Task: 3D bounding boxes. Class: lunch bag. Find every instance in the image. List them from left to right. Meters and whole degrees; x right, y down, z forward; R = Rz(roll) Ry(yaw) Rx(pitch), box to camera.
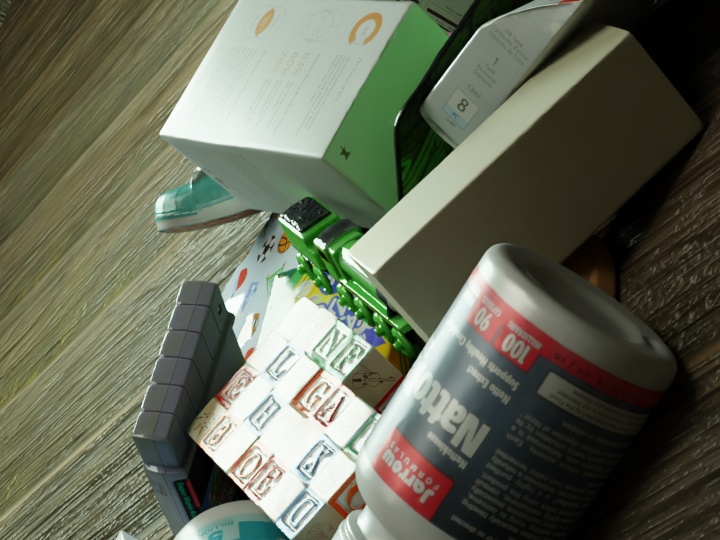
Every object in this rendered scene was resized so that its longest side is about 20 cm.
[{"bbox_3d":[-0.053,0.040,1.705,0.160,0.075,0.201,-18,46,61],"label":"lunch bag"}]

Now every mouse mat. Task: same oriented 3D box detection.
[{"bbox_3d":[0.073,-0.115,1.492,0.200,0.008,0.161,-55,-22,-29],"label":"mouse mat"}]

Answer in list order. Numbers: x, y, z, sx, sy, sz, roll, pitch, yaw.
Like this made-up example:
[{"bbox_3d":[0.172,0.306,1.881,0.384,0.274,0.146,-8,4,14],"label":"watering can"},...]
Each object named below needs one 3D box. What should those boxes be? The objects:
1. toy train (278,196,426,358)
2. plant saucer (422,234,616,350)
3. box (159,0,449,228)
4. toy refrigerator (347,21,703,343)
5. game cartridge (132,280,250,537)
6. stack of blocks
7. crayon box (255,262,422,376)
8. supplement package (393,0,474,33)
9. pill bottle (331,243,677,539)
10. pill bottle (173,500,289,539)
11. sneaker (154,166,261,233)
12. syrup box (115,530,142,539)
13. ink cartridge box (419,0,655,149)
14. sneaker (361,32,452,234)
[{"bbox_3d":[0.000,0.000,1.473,0.042,0.057,0.200,-33,27,-11],"label":"toy train"},{"bbox_3d":[0.079,0.060,1.380,0.200,0.037,0.201,-51,21,28],"label":"plant saucer"},{"bbox_3d":[-0.024,-0.109,1.583,0.200,0.097,0.125,12,67,53],"label":"box"},{"bbox_3d":[0.093,-0.047,1.338,0.200,0.076,0.070,-44,19,-3],"label":"toy refrigerator"},{"bbox_3d":[-0.098,0.117,1.541,0.200,0.038,0.130,73,-158,-51],"label":"game cartridge"},{"bbox_3d":[-0.018,0.100,1.377,0.115,0.059,0.200,-48,26,-4],"label":"stack of blocks"},{"bbox_3d":[-0.015,0.076,1.521,0.125,0.052,0.201,-18,43,34],"label":"crayon box"},{"bbox_3d":[0.040,-0.246,1.742,0.201,0.147,0.191,-63,18,-2],"label":"supplement package"},{"bbox_3d":[0.067,0.099,1.228,0.200,0.119,0.120,-58,19,12],"label":"pill bottle"},{"bbox_3d":[-0.063,0.233,1.396,0.111,0.110,0.200,-55,20,18],"label":"pill bottle"},{"bbox_3d":[-0.071,-0.090,1.759,0.199,0.080,0.071,-22,-2,-11],"label":"sneaker"},{"bbox_3d":[-0.137,0.260,1.546,0.079,0.081,0.200,-57,20,10],"label":"syrup box"},{"bbox_3d":[0.137,-0.170,1.402,0.160,0.047,0.200,-29,-20,-53],"label":"ink cartridge box"},{"bbox_3d":[0.051,-0.075,1.607,0.095,0.079,0.201,11,74,59],"label":"sneaker"}]
